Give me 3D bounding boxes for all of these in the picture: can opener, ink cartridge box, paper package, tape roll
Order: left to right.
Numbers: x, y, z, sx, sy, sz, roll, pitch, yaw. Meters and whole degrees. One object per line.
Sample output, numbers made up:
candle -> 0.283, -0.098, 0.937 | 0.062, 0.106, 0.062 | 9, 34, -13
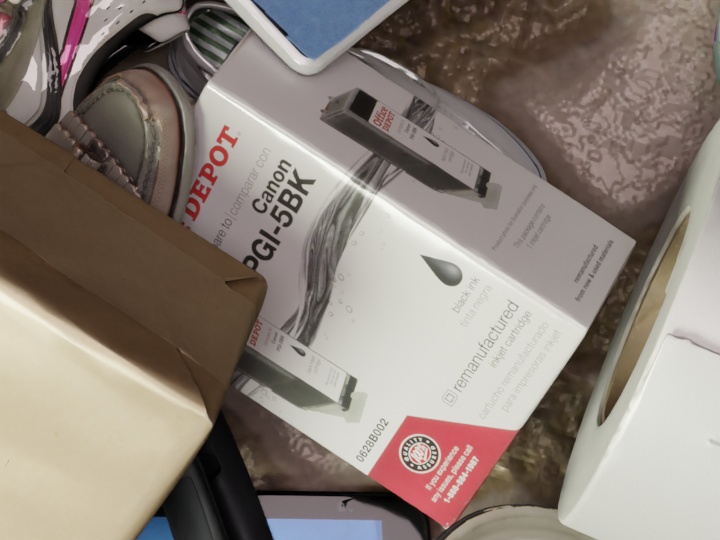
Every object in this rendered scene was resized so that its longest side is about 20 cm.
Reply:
paper package -> -0.168, 0.050, 0.995 | 0.190, 0.104, 0.200 | 32, 125, -8
can opener -> -0.072, 0.109, 1.084 | 0.079, 0.063, 0.200 | -48, 60, 36
ink cartridge box -> 0.000, 0.000, 1.063 | 0.200, 0.083, 0.147 | 33, 128, 3
tape roll -> 0.157, 0.034, 1.038 | 0.071, 0.202, 0.203 | 23, 85, 1

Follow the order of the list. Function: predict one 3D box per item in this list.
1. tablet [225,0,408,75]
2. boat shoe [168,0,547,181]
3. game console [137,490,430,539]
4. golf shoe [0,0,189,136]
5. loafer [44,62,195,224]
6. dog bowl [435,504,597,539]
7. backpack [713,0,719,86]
tablet -> 0.000, -0.188, 1.066 | 0.130, 0.014, 0.200 | 47, 63, 5
boat shoe -> -0.004, -0.068, 1.113 | 0.199, 0.067, 0.074 | 23, 85, 1
game console -> -0.066, 0.191, 1.068 | 0.199, 0.172, 0.119 | 1, 111, 0
golf shoe -> -0.113, -0.145, 1.091 | 0.092, 0.073, 0.200 | 29, 79, 0
loafer -> -0.136, -0.007, 1.041 | 0.063, 0.200, 0.072 | -14, 57, -43
dog bowl -> 0.079, 0.209, 1.040 | 0.200, 0.074, 0.201 | 23, 48, -28
backpack -> 0.266, -0.115, 1.091 | 0.199, 0.127, 0.168 | 1, 88, 3
